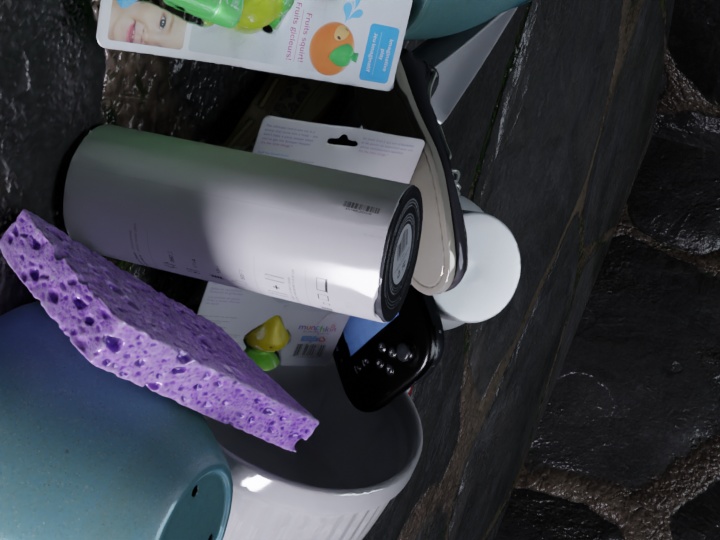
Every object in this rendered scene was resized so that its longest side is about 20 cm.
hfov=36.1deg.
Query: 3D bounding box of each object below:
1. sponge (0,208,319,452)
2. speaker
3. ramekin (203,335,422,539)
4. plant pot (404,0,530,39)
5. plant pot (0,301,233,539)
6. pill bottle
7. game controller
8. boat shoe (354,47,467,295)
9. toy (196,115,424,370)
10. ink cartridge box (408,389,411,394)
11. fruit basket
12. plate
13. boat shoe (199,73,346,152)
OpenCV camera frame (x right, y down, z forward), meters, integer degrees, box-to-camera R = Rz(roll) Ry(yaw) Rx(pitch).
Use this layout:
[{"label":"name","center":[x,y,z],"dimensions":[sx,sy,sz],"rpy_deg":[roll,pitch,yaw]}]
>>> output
[{"label":"sponge","center":[-0.112,0.042,0.647],"dimensions":[0.030,0.111,0.200],"rpy_deg":[-51,144,1]},{"label":"speaker","center":[-0.069,-0.029,0.643],"dimensions":[0.081,0.199,0.082],"rpy_deg":[12,90,-74]},{"label":"ramekin","center":[-0.063,0.130,0.818],"dimensions":[0.200,0.199,0.106],"rpy_deg":[-38,155,-59]},{"label":"plant pot","center":[0.036,-0.252,0.786],"dimensions":[0.188,0.199,0.201],"rpy_deg":[-42,145,-43]},{"label":"plant pot","center":[-0.154,0.133,0.643],"dimensions":[0.200,0.134,0.201],"rpy_deg":[17,90,-71]},{"label":"pill bottle","center":[0.044,-0.011,0.899],"dimensions":[0.200,0.110,0.112],"rpy_deg":[12,-97,66]},{"label":"game controller","center":[0.000,0.000,0.812],"dimensions":[0.042,0.201,0.104],"rpy_deg":[10,142,-45]},{"label":"boat shoe","center":[0.049,-0.073,0.773],"dimensions":[0.073,0.062,0.201],"rpy_deg":[-47,-132,45]},{"label":"toy","center":[-0.047,-0.020,0.758],"dimensions":[0.114,0.047,0.201],"rpy_deg":[4,123,-28]},{"label":"ink cartridge box","center":[-0.020,0.147,1.123],"dimensions":[0.200,0.083,0.177],"rpy_deg":[24,84,-72]},{"label":"fruit basket","center":[-0.040,-0.202,0.621],"dimensions":[0.199,0.094,0.186],"rpy_deg":[5,106,-29]},{"label":"plate","center":[0.033,-0.138,0.952],"dimensions":[0.200,0.032,0.200],"rpy_deg":[-40,172,-27]},{"label":"boat shoe","center":[-0.082,-0.078,0.801],"dimensions":[0.200,0.062,0.073],"rpy_deg":[-53,169,-38]}]
